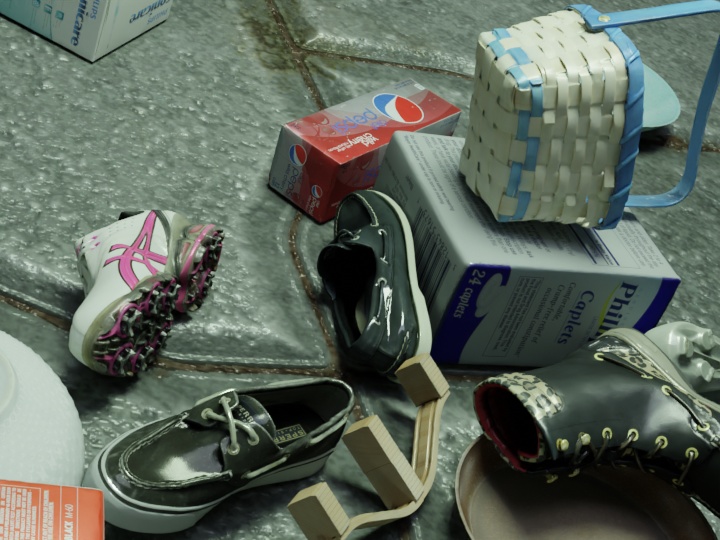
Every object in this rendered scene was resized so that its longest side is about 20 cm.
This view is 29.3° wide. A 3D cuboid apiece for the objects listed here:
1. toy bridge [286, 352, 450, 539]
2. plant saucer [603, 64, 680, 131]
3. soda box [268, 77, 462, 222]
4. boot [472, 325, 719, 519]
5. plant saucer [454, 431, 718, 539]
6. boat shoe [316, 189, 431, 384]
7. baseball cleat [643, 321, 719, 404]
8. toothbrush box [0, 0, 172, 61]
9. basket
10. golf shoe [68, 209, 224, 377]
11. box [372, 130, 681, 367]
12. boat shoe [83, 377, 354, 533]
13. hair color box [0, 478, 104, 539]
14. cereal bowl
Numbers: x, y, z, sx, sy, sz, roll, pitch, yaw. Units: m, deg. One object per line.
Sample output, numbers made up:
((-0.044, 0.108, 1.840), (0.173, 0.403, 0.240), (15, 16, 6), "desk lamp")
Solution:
((0.016, 0.130, 0.916), (0.067, 0.027, 0.200), (57, 33, -9), "toy bridge")
((0.256, -0.202, 1.532), (0.200, 0.039, 0.202), (16, 34, -11), "plant saucer")
((0.007, -0.112, 1.242), (0.070, 0.064, 0.200), (35, 36, 21), "soda box")
((0.187, 0.127, 0.951), (0.153, 0.074, 0.204), (-12, 44, -35), "boot")
((0.153, 0.183, 0.940), (0.199, 0.032, 0.201), (14, 35, -10), "plant saucer")
((-0.001, 0.002, 1.069), (0.066, 0.075, 0.200), (17, 41, -28), "boat shoe")
((0.273, 0.089, 1.106), (0.199, 0.106, 0.070), (31, 63, -35), "baseball cleat")
((-0.291, -0.298, 1.318), (0.199, 0.086, 0.146), (30, 34, 9), "toothbrush box")
((0.184, -0.123, 1.066), (0.198, 0.177, 0.139), (-2, 34, -14), "basket")
((-0.168, 0.012, 0.969), (0.091, 0.073, 0.200), (18, 23, 6), "golf shoe")
((0.126, -0.016, 1.136), (0.199, 0.105, 0.184), (4, 37, -24), "box")
((-0.084, 0.105, 0.866), (0.199, 0.064, 0.071), (-13, 56, -48), "boat shoe")
((-0.236, 0.157, 0.684), (0.198, 0.111, 0.064), (10, 35, -17), "hair color box")
((-0.252, 0.090, 0.796), (0.199, 0.084, 0.201), (16, 34, -11), "cereal bowl")
